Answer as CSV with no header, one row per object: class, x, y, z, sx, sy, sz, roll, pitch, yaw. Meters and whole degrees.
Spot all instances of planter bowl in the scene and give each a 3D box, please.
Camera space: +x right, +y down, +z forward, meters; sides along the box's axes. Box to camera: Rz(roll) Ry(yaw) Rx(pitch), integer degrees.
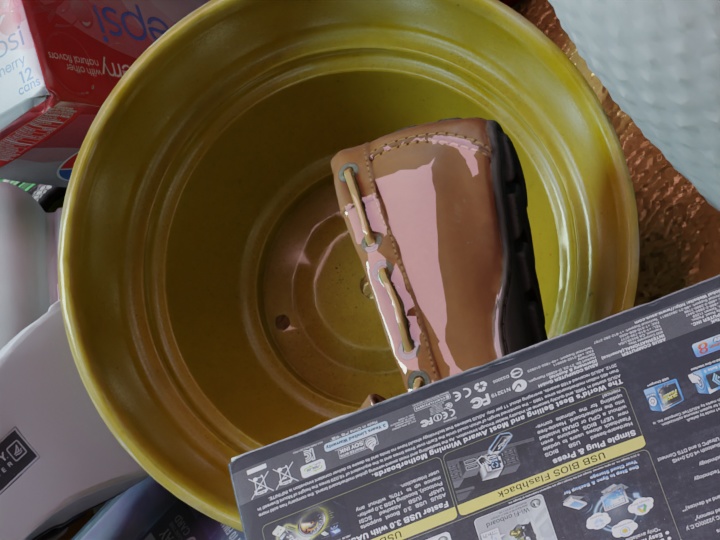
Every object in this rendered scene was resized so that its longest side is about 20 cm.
planter bowl,0.000,0.000,0.940,0.199,0.083,0.202,-2,80,8

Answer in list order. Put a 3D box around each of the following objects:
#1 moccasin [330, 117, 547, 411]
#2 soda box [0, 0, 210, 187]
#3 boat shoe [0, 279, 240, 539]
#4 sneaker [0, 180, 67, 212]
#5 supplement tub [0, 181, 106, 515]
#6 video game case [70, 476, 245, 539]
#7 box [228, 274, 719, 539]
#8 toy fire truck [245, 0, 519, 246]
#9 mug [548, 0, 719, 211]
moccasin,0.026,0.051,0.847,0.077,0.074,0.203,-12,78,9
soda box,-0.087,-0.073,1.053,0.063,0.200,0.070,-27,72,30
boat shoe,-0.126,0.071,0.942,0.200,0.072,0.068,-43,8,-35
sneaker,-0.155,0.022,1.154,0.085,0.078,0.201,-13,46,43
supplement tub,-0.188,0.041,1.039,0.199,0.145,0.145,-4,37,-6
video game case,-0.088,0.146,0.951,0.200,0.019,0.143,-46,34,2
box,0.074,0.089,0.737,0.199,0.049,0.162,-21,47,4
toy fire truck,-0.014,-0.121,1.037,0.128,0.176,0.201,-33,36,23
mug,0.140,-0.128,0.851,0.147,0.175,0.201,-3,54,49
